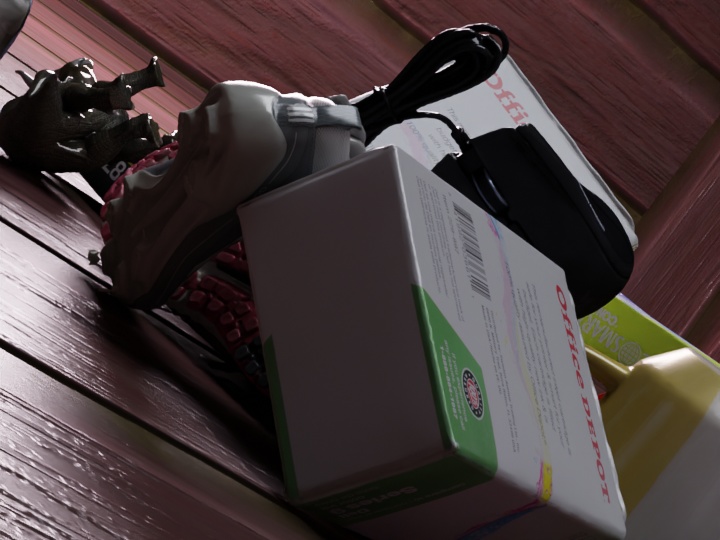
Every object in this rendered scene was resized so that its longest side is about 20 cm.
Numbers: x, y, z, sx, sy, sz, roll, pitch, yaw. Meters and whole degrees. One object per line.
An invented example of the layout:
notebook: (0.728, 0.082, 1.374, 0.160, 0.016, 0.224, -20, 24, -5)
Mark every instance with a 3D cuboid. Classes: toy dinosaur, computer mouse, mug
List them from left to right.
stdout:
toy dinosaur: (-0.165, -0.081, 1.438, 0.200, 0.102, 0.077, -49, 122, -75)
computer mouse: (0.048, -0.018, 1.254, 0.200, 0.140, 0.046, 54, 14, -38)
mug: (0.146, 0.117, 1.315, 0.186, 0.153, 0.149, 35, 5, -32)

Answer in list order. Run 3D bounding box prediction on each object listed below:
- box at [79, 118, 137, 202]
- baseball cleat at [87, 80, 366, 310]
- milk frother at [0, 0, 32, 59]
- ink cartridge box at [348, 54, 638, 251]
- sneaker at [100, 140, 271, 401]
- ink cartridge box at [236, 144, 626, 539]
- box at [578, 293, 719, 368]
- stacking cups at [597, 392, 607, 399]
box: (-0.079, -0.009, 1.522, 0.161, 0.049, 0.200, 38, 4, -40)
baseball cleat: (-0.055, -0.027, 1.179, 0.106, 0.070, 0.200, 3, -18, -21)
milk frother: (-0.259, -0.221, 1.277, 0.180, 0.200, 0.188, 35, 1, 41)
ink cartridge box: (0.031, -0.020, 1.369, 0.200, 0.083, 0.146, -24, 73, -41)
sneaker: (-0.061, 0.014, 1.277, 0.200, 0.081, 0.075, 49, -5, 31)
ink cartridge box: (0.036, 0.050, 1.148, 0.200, 0.087, 0.146, 29, 45, -57)
box: (0.186, 0.063, 1.506, 0.122, 0.048, 0.200, 33, 3, -45)
stacking cups: (0.184, 0.138, 1.569, 0.060, 0.060, 0.200, 41, -11, 43)
